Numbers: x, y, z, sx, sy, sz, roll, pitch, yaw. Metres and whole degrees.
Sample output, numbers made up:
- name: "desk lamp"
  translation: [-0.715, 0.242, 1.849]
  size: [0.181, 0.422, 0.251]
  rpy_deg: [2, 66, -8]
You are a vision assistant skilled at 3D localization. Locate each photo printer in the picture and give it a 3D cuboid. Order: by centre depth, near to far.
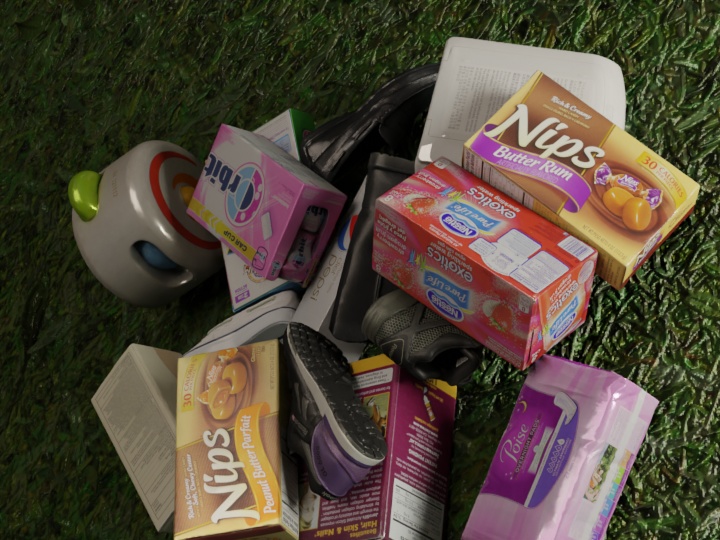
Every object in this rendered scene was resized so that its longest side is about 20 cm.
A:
- name: "photo printer"
  translation: [0.169, -0.150, 1.641]
  size: [0.198, 0.070, 0.167]
  rpy_deg: [9, 67, 14]

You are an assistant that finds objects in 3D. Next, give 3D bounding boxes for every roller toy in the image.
- name: "roller toy"
  translation: [-0.246, -0.060, 1.975]
  size: [0.139, 0.200, 0.183]
  rpy_deg: [-32, 83, 28]

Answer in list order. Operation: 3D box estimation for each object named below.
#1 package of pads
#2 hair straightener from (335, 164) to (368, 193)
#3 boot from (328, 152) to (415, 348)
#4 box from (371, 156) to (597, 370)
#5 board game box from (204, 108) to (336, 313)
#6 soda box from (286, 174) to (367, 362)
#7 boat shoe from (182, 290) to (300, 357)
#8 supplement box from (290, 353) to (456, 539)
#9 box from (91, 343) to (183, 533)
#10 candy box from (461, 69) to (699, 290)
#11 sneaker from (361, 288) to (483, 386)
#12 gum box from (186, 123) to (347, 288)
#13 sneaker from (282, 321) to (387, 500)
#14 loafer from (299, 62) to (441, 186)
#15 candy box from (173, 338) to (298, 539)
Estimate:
- name: "package of pads"
  translation: [0.181, 0.185, 1.476]
  size: [0.120, 0.076, 0.201]
  rpy_deg: [13, 76, 48]
- name: "hair straightener"
  translation: [-0.067, -0.073, 1.905]
  size: [0.199, 0.041, 0.077]
  rpy_deg: [-32, 48, 28]
- name: "boot"
  translation: [0.064, -0.009, 1.703]
  size: [0.164, 0.066, 0.201]
  rpy_deg: [13, 89, 6]
- name: "box"
  translation: [0.114, -0.009, 1.525]
  size: [0.200, 0.096, 0.099]
  rpy_deg: [34, 49, 29]
- name: "board game box"
  translation: [-0.104, -0.067, 1.894]
  size: [0.153, 0.040, 0.201]
  rpy_deg: [-26, 66, 36]
- name: "soda box"
  translation: [0.000, 0.000, 1.770]
  size: [0.064, 0.068, 0.201]
  rpy_deg: [21, 82, 57]
- name: "boat shoe"
  translation: [-0.143, 0.090, 1.876]
  size: [0.199, 0.074, 0.067]
  rpy_deg: [-26, 35, 21]
- name: "supplement box"
  translation: [0.014, 0.198, 1.616]
  size: [0.130, 0.103, 0.201]
  rpy_deg: [-15, 56, 38]
- name: "box"
  translation: [-0.207, 0.184, 1.744]
  size: [0.095, 0.077, 0.200]
  rpy_deg: [-51, 50, 21]
- name: "candy box"
  translation: [0.208, -0.089, 1.534]
  size: [0.200, 0.057, 0.117]
  rpy_deg: [40, 71, 18]
- name: "sneaker"
  translation: [0.109, 0.050, 1.592]
  size: [0.114, 0.199, 0.076]
  rpy_deg: [48, 144, 25]
- name: "gum box"
  translation: [-0.106, -0.072, 1.805]
  size: [0.200, 0.066, 0.114]
  rpy_deg: [37, 108, 47]
- name: "sneaker"
  translation: [-0.051, 0.138, 1.585]
  size: [0.088, 0.075, 0.201]
  rpy_deg: [-49, 41, 21]
- name: "loafer"
  translation: [0.026, -0.163, 1.830]
  size: [0.200, 0.068, 0.071]
  rpy_deg: [-34, 66, -3]
- name: "candy box"
  translation: [-0.125, 0.177, 1.613]
  size: [0.115, 0.055, 0.201]
  rpy_deg: [-12, 61, 16]
